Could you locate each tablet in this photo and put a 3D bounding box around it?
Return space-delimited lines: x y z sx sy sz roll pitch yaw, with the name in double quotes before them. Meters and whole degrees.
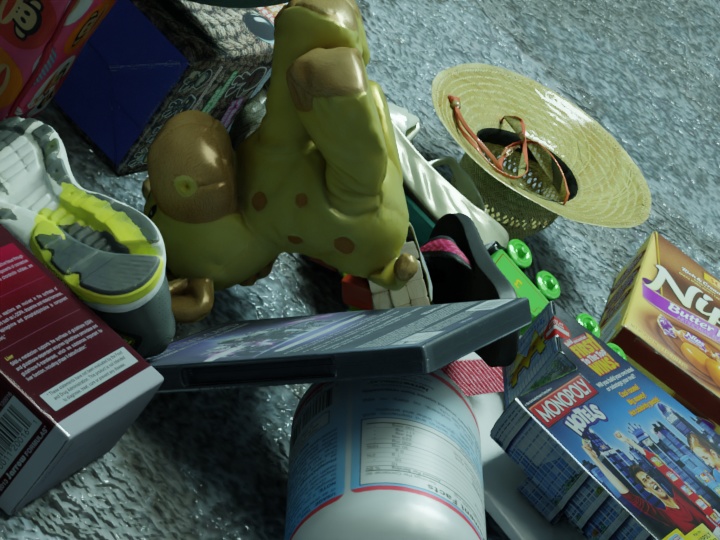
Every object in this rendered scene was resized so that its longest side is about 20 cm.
"tablet" 0.120 0.124 1.413 0.130 0.014 0.200 49 25 23

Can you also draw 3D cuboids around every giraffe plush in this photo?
"giraffe plush" -0.059 -0.053 1.332 0.173 0.161 0.201 -85 160 -76

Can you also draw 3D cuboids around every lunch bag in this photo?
"lunch bag" -0.226 -0.192 1.299 0.176 0.200 0.082 41 32 4

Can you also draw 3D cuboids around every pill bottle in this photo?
"pill bottle" 0.013 0.140 1.181 0.108 0.109 0.200 31 27 -16

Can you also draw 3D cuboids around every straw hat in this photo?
"straw hat" 0.115 -0.066 1.689 0.200 0.085 0.201 26 29 -15

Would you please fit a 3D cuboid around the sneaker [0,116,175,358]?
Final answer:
"sneaker" -0.172 -0.013 1.246 0.074 0.085 0.200 -31 45 -19

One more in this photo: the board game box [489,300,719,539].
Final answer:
"board game box" 0.152 0.114 1.383 0.200 0.062 0.200 44 24 15

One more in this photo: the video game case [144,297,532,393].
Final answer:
"video game case" -0.023 0.042 1.234 0.143 0.199 0.019 -20 102 -62

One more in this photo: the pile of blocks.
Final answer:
"pile of blocks" 0.000 0.000 1.467 0.062 0.083 0.200 -13 21 -4

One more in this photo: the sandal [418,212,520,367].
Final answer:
"sandal" 0.060 0.011 1.469 0.045 0.076 0.200 -3 15 -10

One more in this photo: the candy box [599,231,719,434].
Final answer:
"candy box" 0.241 0.055 1.694 0.116 0.057 0.200 37 24 -3

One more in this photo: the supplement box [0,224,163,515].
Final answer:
"supplement box" -0.208 0.022 1.135 0.200 0.061 0.109 43 25 7

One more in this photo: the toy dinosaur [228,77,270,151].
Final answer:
"toy dinosaur" -0.057 -0.086 1.488 0.077 0.102 0.200 51 12 3

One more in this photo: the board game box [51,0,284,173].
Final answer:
"board game box" -0.134 -0.164 1.499 0.159 0.097 0.200 45 26 13

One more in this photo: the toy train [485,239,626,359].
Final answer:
"toy train" 0.149 0.062 1.548 0.200 0.042 0.056 48 39 -5

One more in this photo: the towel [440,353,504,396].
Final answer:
"towel" 0.112 0.116 1.458 0.144 0.023 0.200 2 44 -54

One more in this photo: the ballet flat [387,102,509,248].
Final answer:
"ballet flat" 0.032 -0.074 1.604 0.200 0.069 0.069 49 26 7

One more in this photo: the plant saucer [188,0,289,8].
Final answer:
"plant saucer" -0.104 -0.211 1.329 0.200 0.201 0.039 31 61 -17
